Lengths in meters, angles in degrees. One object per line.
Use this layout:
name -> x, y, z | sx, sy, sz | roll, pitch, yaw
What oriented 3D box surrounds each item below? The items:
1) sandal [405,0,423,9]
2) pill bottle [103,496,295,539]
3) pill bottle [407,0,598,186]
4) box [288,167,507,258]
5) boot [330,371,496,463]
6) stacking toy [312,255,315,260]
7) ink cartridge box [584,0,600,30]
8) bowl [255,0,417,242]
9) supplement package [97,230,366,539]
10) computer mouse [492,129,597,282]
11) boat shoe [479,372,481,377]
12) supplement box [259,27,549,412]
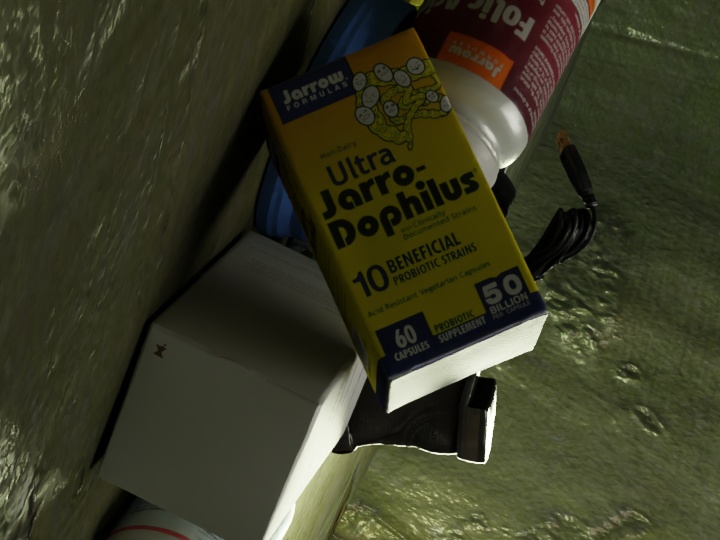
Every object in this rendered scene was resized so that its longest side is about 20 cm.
sandal -> 0.051, -0.148, 1.627 | 0.201, 0.087, 0.080 | -66, 175, 31
pill bottle -> -0.113, 0.186, 1.467 | 0.200, 0.108, 0.109 | -55, 169, -56
pill bottle -> 0.082, -0.144, 1.405 | 0.114, 0.114, 0.201 | 103, 14, -64
box -> 0.032, -0.057, 1.584 | 0.040, 0.136, 0.201 | -56, 169, -68
boot -> 0.010, 0.053, 1.424 | 0.069, 0.173, 0.201 | -49, 142, -72
stacking toy -> 0.000, 0.000, 1.539 | 0.116, 0.110, 0.201 | 11, 93, -39
ink cartridge box -> 0.161, -0.313, 1.608 | 0.201, 0.145, 0.084 | -61, 174, -22
bowl -> -0.014, -0.111, 1.438 | 0.201, 0.039, 0.201 | -63, 173, -13
supplement package -> -0.072, 0.076, 1.318 | 0.120, 0.121, 0.200 | -67, 173, 22
computer mouse -> 0.092, -0.073, 1.455 | 0.046, 0.201, 0.140 | 10, 140, -46
boat shoe -> 0.050, 0.031, 1.481 | 0.069, 0.201, 0.071 | -1, -151, 49
supplement box -> 0.025, -0.030, 1.250 | 0.108, 0.201, 0.110 | -23, 166, -6
